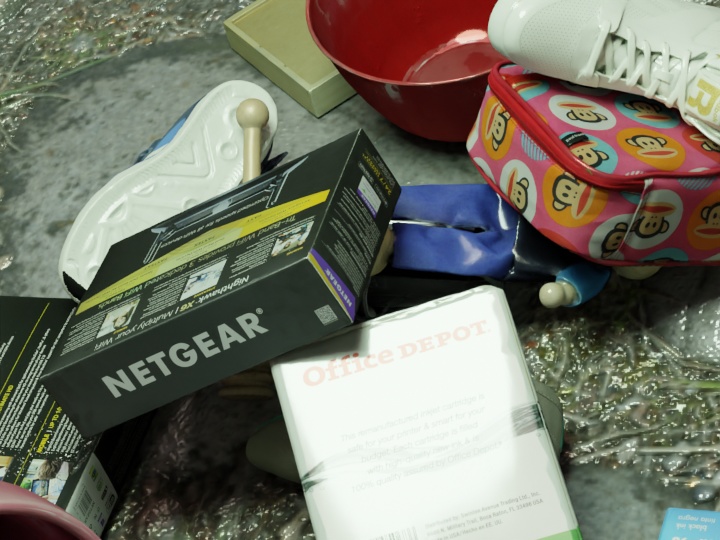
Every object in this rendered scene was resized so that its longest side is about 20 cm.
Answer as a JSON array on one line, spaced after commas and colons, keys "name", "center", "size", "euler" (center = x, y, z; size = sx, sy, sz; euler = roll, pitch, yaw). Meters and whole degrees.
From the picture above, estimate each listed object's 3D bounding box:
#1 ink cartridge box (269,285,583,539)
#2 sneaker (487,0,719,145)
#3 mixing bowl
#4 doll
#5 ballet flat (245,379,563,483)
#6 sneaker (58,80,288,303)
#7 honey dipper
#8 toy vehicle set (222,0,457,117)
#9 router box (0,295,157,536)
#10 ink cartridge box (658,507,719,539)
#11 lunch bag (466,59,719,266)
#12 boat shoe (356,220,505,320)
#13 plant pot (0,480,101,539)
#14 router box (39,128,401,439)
[{"name": "ink cartridge box", "center": [0.045, 0.128, 1.377], "size": [0.147, 0.083, 0.200], "euler": [-16, 66, 3]}, {"name": "sneaker", "center": [0.186, -0.129, 1.468], "size": [0.200, 0.074, 0.116], "euler": [4, 26, -26]}, {"name": "mixing bowl", "center": [0.070, -0.163, 1.684], "size": [0.200, 0.108, 0.200], "euler": [-9, 46, 9]}, {"name": "doll", "center": [0.101, -0.026, 1.531], "size": [0.200, 0.048, 0.137], "euler": [6, 45, -12]}, {"name": "ballet flat", "center": [0.026, 0.111, 1.461], "size": [0.200, 0.067, 0.064], "euler": [-10, 50, 9]}, {"name": "sneaker", "center": [-0.135, -0.040, 1.647], "size": [0.081, 0.146, 0.200], "euler": [41, 73, -3]}, {"name": "honey dipper", "center": [-0.073, -0.016, 1.565], "size": [0.038, 0.038, 0.200], "euler": [-3, 80, 17]}, {"name": "toy vehicle set", "center": [0.011, -0.203, 1.807], "size": [0.200, 0.027, 0.124], "euler": [-34, 45, -15]}, {"name": "router box", "center": [-0.218, 0.104, 1.560], "size": [0.149, 0.051, 0.200], "euler": [2, 47, 24]}, {"name": "ink cartridge box", "center": [0.176, 0.237, 1.245], "size": [0.067, 0.116, 0.200], "euler": [4, 48, 22]}, {"name": "lunch bag", "center": [0.174, -0.076, 1.533], "size": [0.200, 0.082, 0.176], "euler": [0, 32, -30]}, {"name": "boat shoe", "center": [0.000, 0.000, 1.582], "size": [0.200, 0.072, 0.068], "euler": [1, 45, 11]}, {"name": "plant pot", "center": [-0.257, 0.206, 1.388], "size": [0.200, 0.200, 0.179], "euler": [-40, 31, -21]}, {"name": "router box", "center": [-0.082, 0.007, 1.449], "size": [0.200, 0.052, 0.157], "euler": [-24, 24, 26]}]
